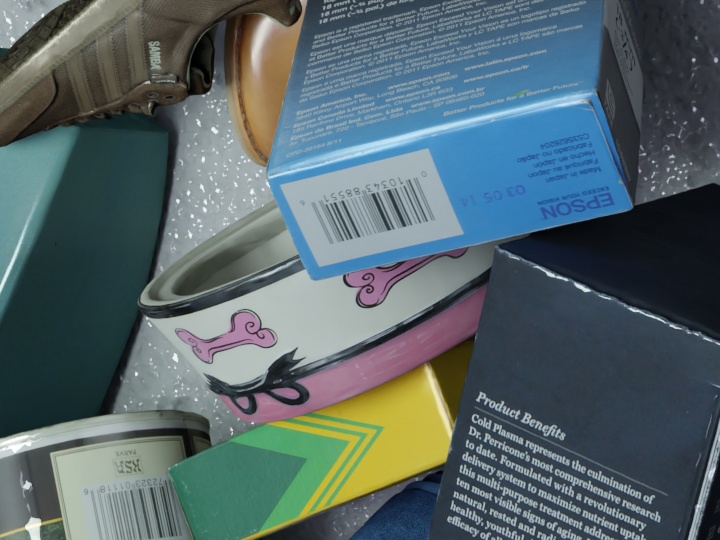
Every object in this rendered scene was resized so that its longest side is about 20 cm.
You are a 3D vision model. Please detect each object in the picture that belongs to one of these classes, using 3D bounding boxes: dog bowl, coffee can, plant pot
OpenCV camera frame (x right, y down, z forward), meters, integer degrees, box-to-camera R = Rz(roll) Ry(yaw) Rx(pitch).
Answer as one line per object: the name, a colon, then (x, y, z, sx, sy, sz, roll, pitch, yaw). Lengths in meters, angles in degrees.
dog bowl: (0.000, 0.000, 1.189, 0.200, 0.200, 0.074, -21, 102, 36)
coffee can: (-0.125, 0.185, 1.268, 0.146, 0.146, 0.200, -23, 73, 36)
plant pot: (-0.197, -0.010, 1.355, 0.141, 0.141, 0.200, 36, 108, 25)

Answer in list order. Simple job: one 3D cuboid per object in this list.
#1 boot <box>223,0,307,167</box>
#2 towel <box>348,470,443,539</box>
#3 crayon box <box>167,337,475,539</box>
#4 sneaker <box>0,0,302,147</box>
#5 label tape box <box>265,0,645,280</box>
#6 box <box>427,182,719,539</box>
boot: (0.024, -0.126, 1.218, 0.155, 0.077, 0.200, 24, 100, 33)
towel: (0.016, 0.176, 1.206, 0.112, 0.200, 0.049, 25, 142, 29)
crayon box: (0.023, 0.074, 1.221, 0.200, 0.126, 0.052, -24, 84, 35)
sneaker: (-0.114, -0.099, 1.224, 0.200, 0.070, 0.076, -33, 110, 36)
label tape box: (0.047, -0.093, 1.100, 0.144, 0.200, 0.063, -12, 125, 18)
box: (0.135, 0.084, 1.099, 0.124, 0.200, 0.197, 25, 112, 29)
